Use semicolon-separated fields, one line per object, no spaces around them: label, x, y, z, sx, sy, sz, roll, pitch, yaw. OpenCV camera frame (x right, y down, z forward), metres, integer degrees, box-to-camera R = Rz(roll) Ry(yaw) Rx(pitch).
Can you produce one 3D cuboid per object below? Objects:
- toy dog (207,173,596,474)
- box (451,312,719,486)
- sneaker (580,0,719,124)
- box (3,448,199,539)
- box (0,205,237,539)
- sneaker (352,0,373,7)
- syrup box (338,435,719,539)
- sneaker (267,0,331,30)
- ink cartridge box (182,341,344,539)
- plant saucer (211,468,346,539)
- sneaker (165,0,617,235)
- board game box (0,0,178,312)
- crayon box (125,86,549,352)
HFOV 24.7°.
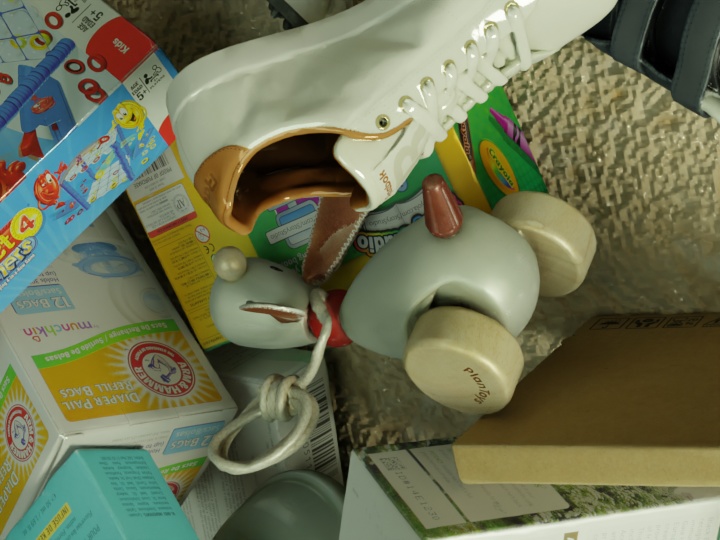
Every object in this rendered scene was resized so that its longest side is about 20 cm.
toy dog;0.000;0.000;0.722;0.198;0.133;0.097;-17;126;24
box;0.158;0.050;0.683;0.198;0.163;0.022;-3;106;31
sneaker;0.152;-0.105;0.682;0.199;0.079;0.079;23;119;23
box;-0.091;0.183;0.746;0.082;0.049;0.201;-49;58;23
box;-0.170;0.040;0.869;0.201;0.112;0.102;54;129;30
sneaker;0.057;-0.186;0.683;0.107;0.070;0.202;6;113;-9
syrup box;0.095;0.119;0.723;0.079;0.198;0.082;-135;47;-56
sneaker;-0.057;-0.202;0.779;0.091;0.066;0.200;-45;65;7
ink cartridge box;-0.092;0.118;0.940;0.199;0.050;0.163;8;113;43
plant saucer;-0.054;0.196;0.801;0.200;0.050;0.202;-26;59;54
sneaker;0.024;-0.069;0.671;0.198;0.073;0.085;-23;58;4
board game box;-0.212;-0.073;0.817;0.200;0.196;0.056;38;169;34
crayon box;-0.020;-0.049;0.815;0.199;0.058;0.120;-22;97;34
